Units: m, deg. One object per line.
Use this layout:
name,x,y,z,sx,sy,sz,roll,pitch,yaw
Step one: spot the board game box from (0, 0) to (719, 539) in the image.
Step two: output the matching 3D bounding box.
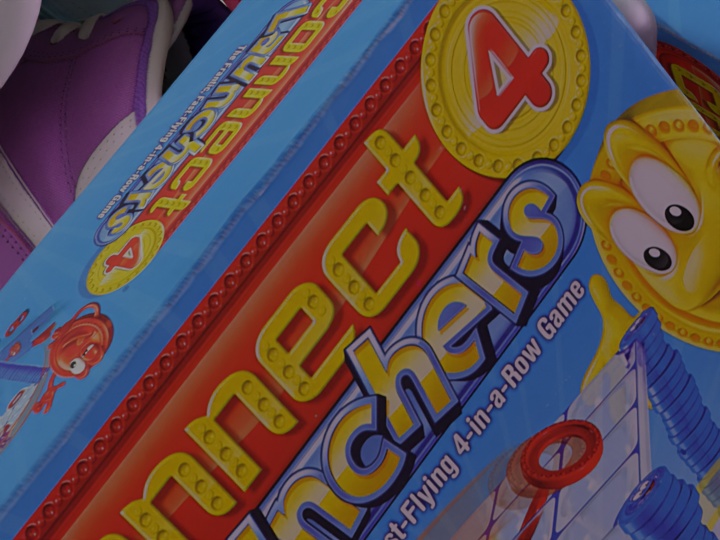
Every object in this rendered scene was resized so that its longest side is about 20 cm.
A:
board game box,0.012,0.065,0.522,0.196,0.200,0.056,48,-21,-28

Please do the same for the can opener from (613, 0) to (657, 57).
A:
can opener,0.059,0.000,0.714,0.066,0.053,0.200,36,-23,26

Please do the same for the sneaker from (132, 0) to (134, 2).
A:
sneaker,0.000,0.000,0.811,0.075,0.088,0.201,-72,138,-80

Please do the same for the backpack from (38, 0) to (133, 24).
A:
backpack,-0.111,-0.162,0.902,0.176,0.153,0.200,48,12,-28

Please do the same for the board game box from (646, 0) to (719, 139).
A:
board game box,0.078,-0.085,0.907,0.195,0.056,0.200,34,-10,27

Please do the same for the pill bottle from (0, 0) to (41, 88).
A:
pill bottle,-0.145,-0.117,0.704,0.111,0.111,0.200,47,12,-33

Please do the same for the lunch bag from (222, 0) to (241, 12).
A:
lunch bag,-0.026,-0.117,0.722,0.200,0.082,0.176,52,8,-14

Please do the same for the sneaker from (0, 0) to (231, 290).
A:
sneaker,-0.082,-0.045,0.756,0.073,0.114,0.201,44,12,-37
